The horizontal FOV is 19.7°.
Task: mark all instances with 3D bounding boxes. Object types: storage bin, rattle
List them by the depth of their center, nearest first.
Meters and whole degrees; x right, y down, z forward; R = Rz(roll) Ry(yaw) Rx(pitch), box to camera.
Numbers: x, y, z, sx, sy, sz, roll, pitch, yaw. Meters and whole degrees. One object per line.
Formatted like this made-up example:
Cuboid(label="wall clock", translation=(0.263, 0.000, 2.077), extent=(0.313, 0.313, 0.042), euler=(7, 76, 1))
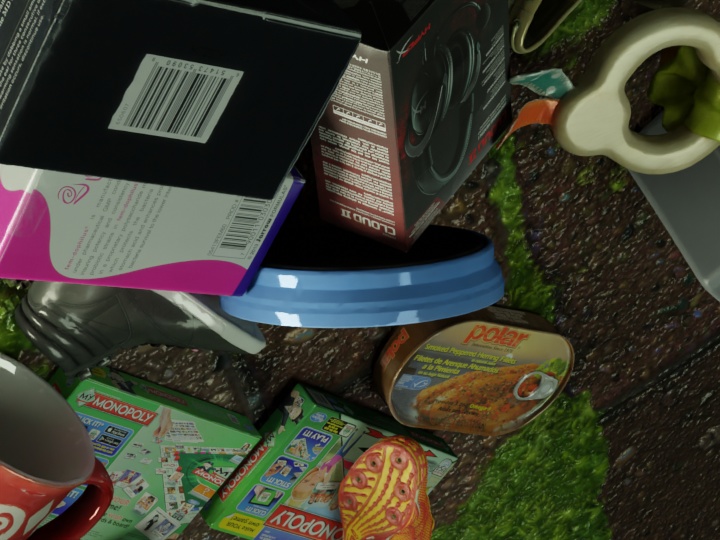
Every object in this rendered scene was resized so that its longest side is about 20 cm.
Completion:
Cuboid(label="rattle", translation=(0.173, -0.145, 1.506), extent=(0.199, 0.143, 0.131), euler=(-12, 138, -9))
Cuboid(label="storage bin", translation=(0.297, -0.068, 1.613), extent=(0.134, 0.200, 0.145), euler=(-39, 143, 14))

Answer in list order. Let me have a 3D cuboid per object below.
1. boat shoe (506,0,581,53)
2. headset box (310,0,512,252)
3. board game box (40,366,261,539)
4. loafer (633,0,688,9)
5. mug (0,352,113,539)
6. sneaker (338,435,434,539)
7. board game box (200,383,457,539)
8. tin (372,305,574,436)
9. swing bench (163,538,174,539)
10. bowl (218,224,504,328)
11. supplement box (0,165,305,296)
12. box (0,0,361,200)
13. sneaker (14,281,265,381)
Cuboid(label="boat shoe", translation=(0.165, -0.233, 1.438), extent=(0.201, 0.063, 0.073), euler=(-41, 141, -3))
Cuboid(label="headset box", translation=(0.034, -0.124, 1.386), extent=(0.149, 0.077, 0.200), euler=(-50, 149, -34))
Cuboid(label="board game box", translation=(-0.183, 0.144, 1.553), extent=(0.135, 0.029, 0.200), euler=(-50, 140, 12))
Cuboid(label="loafer", translation=(0.264, -0.261, 1.491), extent=(0.200, 0.076, 0.067), euler=(-34, 143, 9))
Cuboid(label="mug", translation=(-0.275, 0.178, 1.418), extent=(0.177, 0.134, 0.200), euler=(34, 109, -19))
Cuboid(label="sneaker", translation=(0.026, 0.200, 1.690), extent=(0.077, 0.073, 0.200), euler=(-39, 152, -38))
Cuboid(label="board game box", translation=(-0.024, 0.173, 1.697), extent=(0.135, 0.029, 0.200), euler=(-51, 140, 13))
Cuboid(label="tin", translation=(0.094, 0.079, 1.708), extent=(0.200, 0.042, 0.112), euler=(12, 123, -45))
Cuboid(label="swing bench", translation=(-0.236, 0.322, 1.596), extent=(0.199, 0.130, 0.199), euler=(-2, 133, -8))
Cuboid(label="bowl", translation=(0.000, 0.000, 1.441), extent=(0.200, 0.200, 0.040), euler=(-10, 103, -32))
Cuboid(label="supplement box", translation=(-0.154, -0.057, 1.324), extent=(0.199, 0.103, 0.101), euler=(5, 125, -43))
Cuboid(label="box", translation=(-0.142, -0.151, 1.165), extent=(0.199, 0.197, 0.124), euler=(7, 124, -42))
Cuboid(label="sneaker", translation=(-0.158, 0.036, 1.442), extent=(0.099, 0.071, 0.200), euler=(-47, 137, 15))
